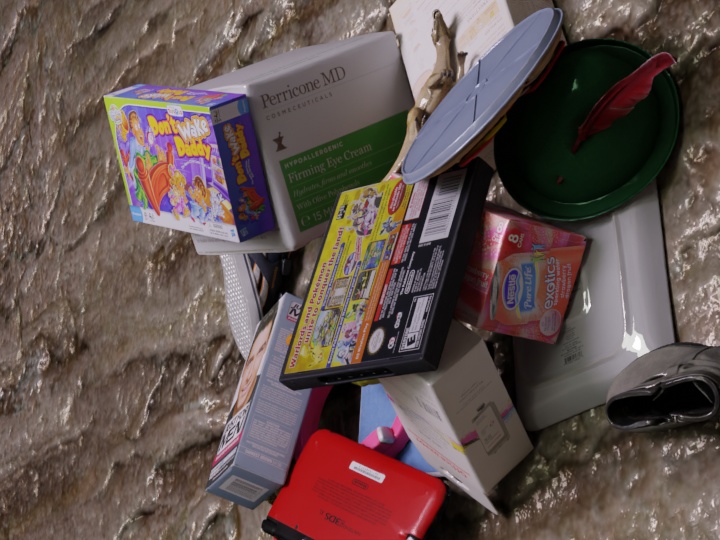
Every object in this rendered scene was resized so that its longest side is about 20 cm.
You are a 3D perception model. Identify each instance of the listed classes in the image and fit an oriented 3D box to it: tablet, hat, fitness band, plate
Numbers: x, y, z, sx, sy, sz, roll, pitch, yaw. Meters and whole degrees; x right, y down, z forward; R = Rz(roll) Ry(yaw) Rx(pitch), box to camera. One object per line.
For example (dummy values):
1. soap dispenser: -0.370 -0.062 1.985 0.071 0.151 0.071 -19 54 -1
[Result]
1. tablet: 0.059 0.140 1.737 0.199 0.014 0.131 -12 71 55
2. hat: 0.170 -0.152 1.469 0.199 0.176 0.166 -31 62 16
3. fitness band: -0.007 0.138 1.790 0.200 0.037 0.144 -43 48 40
4. plate: 0.192 0.023 1.559 0.199 0.032 0.202 -28 58 49

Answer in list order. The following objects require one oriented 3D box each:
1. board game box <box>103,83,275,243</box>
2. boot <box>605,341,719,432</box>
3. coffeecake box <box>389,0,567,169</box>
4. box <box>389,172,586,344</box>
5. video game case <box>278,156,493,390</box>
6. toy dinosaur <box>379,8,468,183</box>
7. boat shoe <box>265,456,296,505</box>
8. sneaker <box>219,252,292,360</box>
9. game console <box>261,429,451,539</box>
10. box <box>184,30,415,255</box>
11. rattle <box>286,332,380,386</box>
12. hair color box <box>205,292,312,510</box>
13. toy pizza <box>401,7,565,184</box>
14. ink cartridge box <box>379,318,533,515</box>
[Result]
1. board game box: -0.170 -0.108 1.724 0.199 0.045 0.135 12 119 52
2. boot: 0.234 0.096 1.376 0.200 0.130 0.068 -22 82 51
3. coffeecake box: 0.116 -0.218 1.701 0.154 0.073 0.201 -45 47 40
4. box: 0.100 -0.014 1.592 0.200 0.094 0.103 28 103 56
5. video game case: 0.022 0.005 1.541 0.180 0.025 0.201 -12 52 45
6. toy dinosaur: 0.063 -0.143 1.663 0.201 0.058 0.101 -68 20 5
7. boat shoe: -0.102 0.206 1.905 0.200 0.068 0.072 23 100 56
8. sneaker: -0.113 0.004 1.982 0.078 0.079 0.202 18 120 62
9. game console: 0.010 0.274 1.715 0.199 0.119 0.173 18 74 46
10. box: -0.068 -0.129 1.792 0.199 0.198 0.172 -2 108 55
11. rattle: 0.000 0.000 1.706 0.130 0.142 0.201 19 81 53
12. hair color box: -0.094 0.135 1.821 0.099 0.060 0.201 -45 24 58
13. toy pizza: 0.110 -0.145 1.515 0.200 0.032 0.200 -47 12 13
14. ink cartridge box: 0.082 0.121 1.589 0.067 0.201 0.116 -40 44 -15
